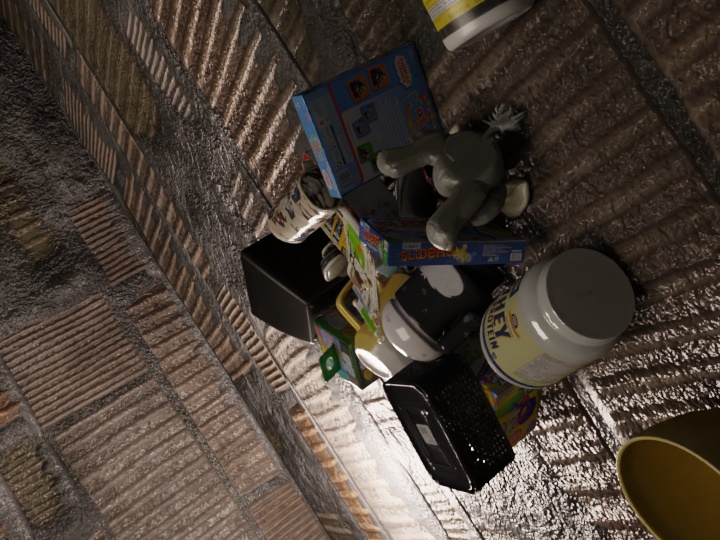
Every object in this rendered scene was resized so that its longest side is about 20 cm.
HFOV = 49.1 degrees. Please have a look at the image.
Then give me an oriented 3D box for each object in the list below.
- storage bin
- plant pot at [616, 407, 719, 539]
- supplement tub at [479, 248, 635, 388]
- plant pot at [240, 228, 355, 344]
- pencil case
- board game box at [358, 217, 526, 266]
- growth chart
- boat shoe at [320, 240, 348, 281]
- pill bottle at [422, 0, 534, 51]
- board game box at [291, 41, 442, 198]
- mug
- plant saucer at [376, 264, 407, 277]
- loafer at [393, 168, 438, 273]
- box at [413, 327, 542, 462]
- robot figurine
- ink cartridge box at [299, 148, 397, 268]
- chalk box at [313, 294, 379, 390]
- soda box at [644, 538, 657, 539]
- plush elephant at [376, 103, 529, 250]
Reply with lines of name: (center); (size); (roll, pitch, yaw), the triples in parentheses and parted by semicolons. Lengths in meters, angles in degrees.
storage bin: (0.138, 0.240, 1.252); (0.200, 0.094, 0.135); (61, 154, -9)
plant pot: (0.431, 0.243, 0.936); (0.200, 0.142, 0.200); (43, 152, 30)
supplement tub: (0.259, 0.066, 1.054); (0.145, 0.145, 0.200); (53, 155, 11)
plant pot: (-0.107, 0.029, 1.628); (0.177, 0.200, 0.200); (40, 150, 33)
pencil case: (-0.094, -0.108, 1.301); (0.200, 0.078, 0.090); (-34, 72, 63)
board game box: (0.111, -0.043, 1.107); (0.135, 0.199, 0.035); (-134, 45, -65)
growth chart: (0.000, 0.000, 1.266); (0.145, 0.018, 0.201); (-131, 29, -58)
boat shoe: (-0.042, -0.027, 1.465); (0.060, 0.074, 0.200); (49, -166, 7)
pill bottle: (0.104, -0.363, 0.890); (0.200, 0.114, 0.114); (61, 155, -7)
board game box: (0.017, -0.215, 1.118); (0.037, 0.200, 0.152); (14, 130, 58)
mug: (0.054, 0.103, 1.418); (0.186, 0.153, 0.150); (28, 156, 28)
plant saucer: (0.039, -0.080, 1.425); (0.201, 0.039, 0.201); (42, 150, 31)
loafer: (0.089, -0.092, 1.218); (0.072, 0.073, 0.201); (-117, 29, -70)
box: (0.195, 0.183, 1.332); (0.193, 0.122, 0.200); (40, 149, 35)
robot figurine: (0.126, 0.050, 1.215); (0.125, 0.200, 0.150); (45, -171, 6)
ink cartridge box: (-0.020, -0.099, 1.365); (0.200, 0.084, 0.176); (51, 153, 16)
chalk box: (-0.005, 0.142, 1.565); (0.124, 0.200, 0.125); (31, 143, 46)
soda box: (0.447, 0.489, 1.282); (0.070, 0.063, 0.200); (53, 155, 13)
plush elephant: (0.142, -0.121, 1.066); (0.165, 0.200, 0.155); (49, 177, 23)
